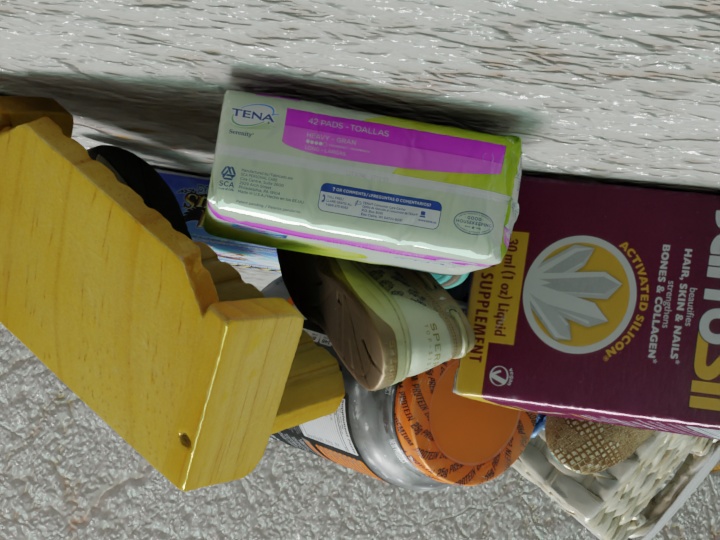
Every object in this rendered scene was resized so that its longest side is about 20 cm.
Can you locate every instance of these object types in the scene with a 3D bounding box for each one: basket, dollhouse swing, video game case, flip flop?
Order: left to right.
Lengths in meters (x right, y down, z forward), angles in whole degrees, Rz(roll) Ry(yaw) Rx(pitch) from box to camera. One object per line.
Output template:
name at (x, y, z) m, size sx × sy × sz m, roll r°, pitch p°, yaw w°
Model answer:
flip flop at (-0.135, -0.002, 1.505) m, size 0.058 × 0.081 × 0.200 m, roll -14°, pitch 144°, yaw 17°
dollhouse swing at (-0.095, -0.006, 1.307) m, size 0.200 × 0.182 × 0.176 m, roll 40°, pitch -135°, yaw 25°
video game case at (-0.105, -0.033, 1.628) m, size 0.200 × 0.045 × 0.181 m, roll 9°, pitch 176°, yaw -2°
basket at (0.153, 0.094, 1.714) m, size 0.200 × 0.136 × 0.123 m, roll 41°, pitch -176°, yaw 27°

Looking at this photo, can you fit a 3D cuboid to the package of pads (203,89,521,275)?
package of pads at (0.000, -0.042, 1.208) m, size 0.154 × 0.068 × 0.200 m, roll 9°, pitch 177°, yaw -4°

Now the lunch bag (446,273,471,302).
lunch bag at (0.118, 0.008, 1.554) m, size 0.160 × 0.076 × 0.200 m, roll 9°, pitch 176°, yaw -25°

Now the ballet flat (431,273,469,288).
ballet flat at (0.040, -0.026, 1.419) m, size 0.070 × 0.067 × 0.200 m, roll -11°, pitch -175°, yaw -24°

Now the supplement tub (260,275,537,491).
supplement tub at (0.015, 0.068, 1.480) m, size 0.123 × 0.123 × 0.200 m, roll 12°, pitch -179°, yaw -35°

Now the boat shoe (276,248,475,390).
boat shoe at (0.000, 0.000, 1.352) m, size 0.063 × 0.073 × 0.200 m, roll -11°, pitch -142°, yaw -18°

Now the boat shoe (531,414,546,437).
boat shoe at (0.115, 0.086, 1.629) m, size 0.200 × 0.069 × 0.084 m, roll 4°, pitch 165°, yaw 40°

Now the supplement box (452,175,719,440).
supplement box at (0.167, 0.024, 1.312) m, size 0.200 × 0.131 × 0.103 m, roll 6°, pitch 174°, yaw 23°

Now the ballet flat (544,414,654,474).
ballet flat at (0.185, 0.044, 1.411) m, size 0.071 × 0.200 × 0.065 m, roll 47°, pitch 150°, yaw -7°
